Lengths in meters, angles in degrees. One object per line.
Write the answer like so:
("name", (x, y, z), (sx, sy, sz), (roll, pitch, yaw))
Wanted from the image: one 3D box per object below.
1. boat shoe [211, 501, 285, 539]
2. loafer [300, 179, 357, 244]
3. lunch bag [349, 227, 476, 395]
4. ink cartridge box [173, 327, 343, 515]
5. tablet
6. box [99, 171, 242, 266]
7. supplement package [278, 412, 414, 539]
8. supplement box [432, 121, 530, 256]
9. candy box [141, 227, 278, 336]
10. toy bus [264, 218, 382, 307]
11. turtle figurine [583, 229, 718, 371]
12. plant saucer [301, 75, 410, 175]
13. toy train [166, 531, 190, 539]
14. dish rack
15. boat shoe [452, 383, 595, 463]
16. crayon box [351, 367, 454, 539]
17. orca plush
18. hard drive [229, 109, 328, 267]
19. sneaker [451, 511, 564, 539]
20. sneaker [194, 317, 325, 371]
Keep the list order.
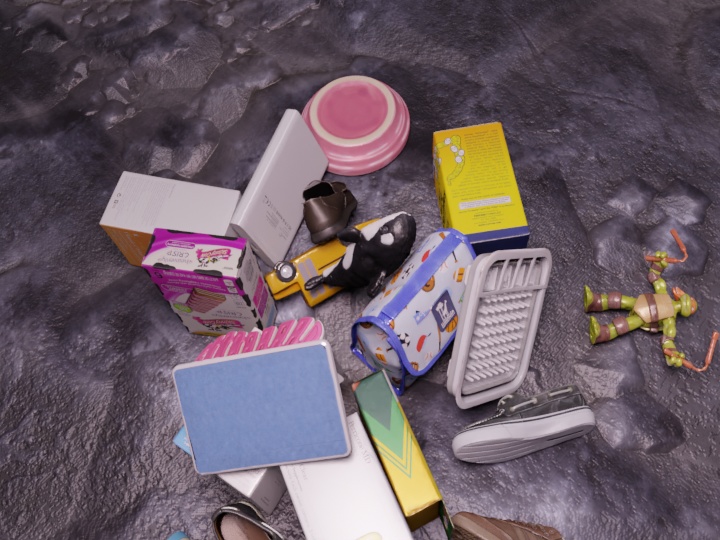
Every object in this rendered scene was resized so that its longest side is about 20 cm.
("boat shoe", (-0.107, 0.364, 0.815), (0.199, 0.068, 0.072), (38, 77, 19))
("loafer", (-0.049, -0.107, 1.006), (0.071, 0.073, 0.201), (-22, 19, 8))
("lunch bag", (0.076, 0.054, 0.884), (0.123, 0.201, 0.170), (37, 70, 16))
("ink cartridge box", (-0.123, 0.186, 0.878), (0.126, 0.126, 0.202), (27, 68, 18))
("tablet", (-0.112, 0.156, 0.748), (0.194, 0.014, 0.134), (-11, 96, 15))
("box", (-0.273, -0.063, 1.027), (0.194, 0.125, 0.100), (10, 63, 11))
("supplement package", (-0.005, 0.302, 0.787), (0.109, 0.157, 0.203), (-24, 62, -8))
("supplement box", (0.176, -0.105, 1.013), (0.106, 0.110, 0.205), (-8, 61, 1))
("candy box", (-0.201, 0.027, 0.928), (0.132, 0.202, 0.062), (7, 61, 11))
("toy bus", (-0.045, -0.010, 0.998), (0.197, 0.065, 0.080), (-30, 97, -11))
("turtle figurine", (0.398, 0.047, 0.936), (0.156, 0.065, 0.206), (-6, 70, 11))
("plant saucer", (-0.012, -0.260, 1.148), (0.194, 0.051, 0.206), (-3, 62, 5))
("toy train", (-0.237, 0.426, 0.793), (0.114, 0.085, 0.202), (25, 67, 29))
("dish rack", (0.174, 0.067, 0.867), (0.043, 0.169, 0.206), (20, 107, 41))
("boat shoe", (0.208, 0.199, 0.880), (0.194, 0.073, 0.072), (-9, 51, -11))
("crayon box", (0.052, 0.241, 0.831), (0.050, 0.128, 0.203), (-22, 61, -7))
("orca plush", (0.000, 0.000, 0.869), (0.197, 0.104, 0.073), (-22, 54, 33))
("hard drive", (-0.120, -0.123, 1.029), (0.026, 0.132, 0.204), (12, 68, 28))
("sneaker", (0.203, 0.341, 0.809), (0.197, 0.072, 0.076), (29, 49, 15))
("sneaker", (-0.117, 0.121, 0.800), (0.195, 0.089, 0.075), (-15, 31, 21))
